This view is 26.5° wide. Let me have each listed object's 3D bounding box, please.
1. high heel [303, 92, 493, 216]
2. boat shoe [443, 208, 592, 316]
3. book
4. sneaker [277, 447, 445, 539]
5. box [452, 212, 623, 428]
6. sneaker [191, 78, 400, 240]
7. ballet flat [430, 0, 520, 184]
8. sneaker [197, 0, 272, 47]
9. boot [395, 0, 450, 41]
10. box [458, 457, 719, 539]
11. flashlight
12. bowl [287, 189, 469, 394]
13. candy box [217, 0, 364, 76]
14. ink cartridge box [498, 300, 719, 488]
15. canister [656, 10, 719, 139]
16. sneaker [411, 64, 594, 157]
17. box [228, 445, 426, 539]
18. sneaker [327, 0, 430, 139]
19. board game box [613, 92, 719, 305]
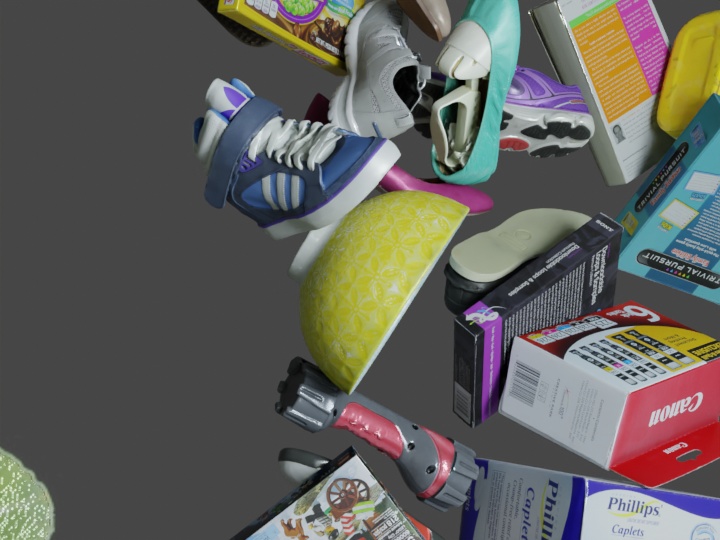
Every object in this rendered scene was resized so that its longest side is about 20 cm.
[{"bbox_3d":[0.039,-0.105,1.436,0.200,0.067,0.096,7,95,-24],"label":"high heel"},{"bbox_3d":[0.160,-0.010,1.504,0.201,0.074,0.063,-21,137,-37],"label":"boat shoe"},{"bbox_3d":[0.272,-0.206,1.579,0.133,0.048,0.200,-31,102,-29],"label":"book"},{"bbox_3d":[-0.012,0.252,1.395,0.201,0.067,0.108,38,69,-23],"label":"sneaker"},{"bbox_3d":[0.171,0.048,1.473,0.200,0.036,0.143,-33,144,-25],"label":"box"},{"bbox_3d":[-0.071,-0.109,1.309,0.146,0.200,0.081,48,57,-15],"label":"sneaker"},{"bbox_3d":[0.099,-0.166,1.386,0.070,0.067,0.200,-18,125,-39],"label":"ballet flat"},{"bbox_3d":[-0.135,-0.293,1.370,0.200,0.070,0.076,50,51,-22],"label":"sneaker"},{"bbox_3d":[0.081,-0.314,1.425,0.146,0.070,0.200,-29,61,-9],"label":"boot"},{"bbox_3d":[0.222,0.247,1.441,0.184,0.200,0.105,12,84,-26],"label":"box"},{"bbox_3d":[0.014,0.156,1.415,0.200,0.068,0.068,29,89,-23],"label":"flashlight"},{"bbox_3d":[0.000,0.000,1.364,0.108,0.200,0.200,32,72,4],"label":"bowl"},{"bbox_3d":[-0.057,-0.250,1.366,0.200,0.026,0.102,18,75,-59],"label":"candy box"},{"bbox_3d":[0.264,0.113,1.447,0.200,0.175,0.084,-14,122,-46],"label":"ink cartridge box"},{"bbox_3d":[0.408,-0.163,1.601,0.200,0.086,0.149,29,68,-34],"label":"canister"},{"bbox_3d":[0.132,-0.164,1.501,0.200,0.081,0.084,8,54,-22],"label":"sneaker"},{"bbox_3d":[-0.043,0.270,1.347,0.200,0.038,0.137,-38,99,-1],"label":"box"},{"bbox_3d":[0.030,-0.178,1.395,0.200,0.082,0.075,-79,152,-43],"label":"sneaker"},{"bbox_3d":[0.361,-0.068,1.547,0.151,0.200,0.047,18,34,-26],"label":"board game box"}]
